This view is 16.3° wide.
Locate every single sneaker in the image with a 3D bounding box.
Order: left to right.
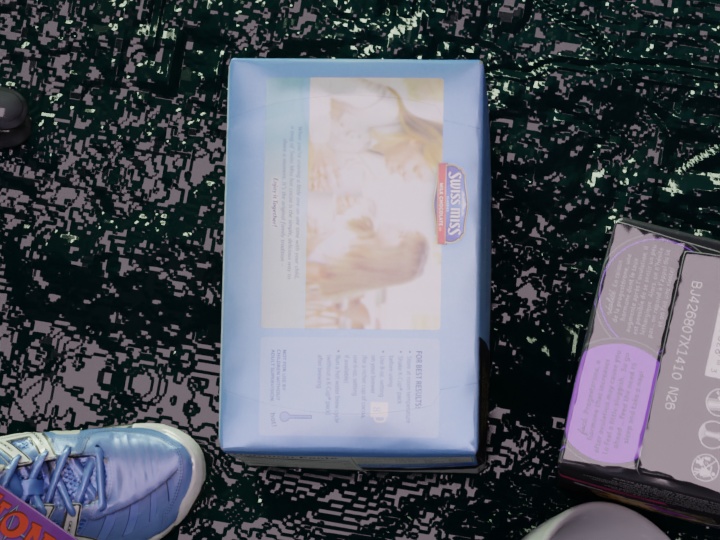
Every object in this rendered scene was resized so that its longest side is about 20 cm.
[{"bbox_3d":[-0.179,0.123,1.312,0.200,0.077,0.076,-13,80,1],"label":"sneaker"}]

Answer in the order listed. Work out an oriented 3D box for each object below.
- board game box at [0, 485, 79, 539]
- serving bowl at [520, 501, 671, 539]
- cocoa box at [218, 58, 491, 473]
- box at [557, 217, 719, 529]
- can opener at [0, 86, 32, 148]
[{"bbox_3d":[-0.224,0.147,1.242,0.200,0.032,0.120,32,65,14],"label":"board game box"},{"bbox_3d":[0.114,0.218,1.238,0.066,0.200,0.200,-20,80,34],"label":"serving bowl"},{"bbox_3d":[0.000,0.000,1.287,0.133,0.131,0.200,1,83,4],"label":"cocoa box"},{"bbox_3d":[0.159,0.057,1.233,0.106,0.200,0.122,14,84,6],"label":"box"},{"bbox_3d":[-0.276,-0.094,1.354,0.200,0.063,0.079,9,83,6],"label":"can opener"}]
